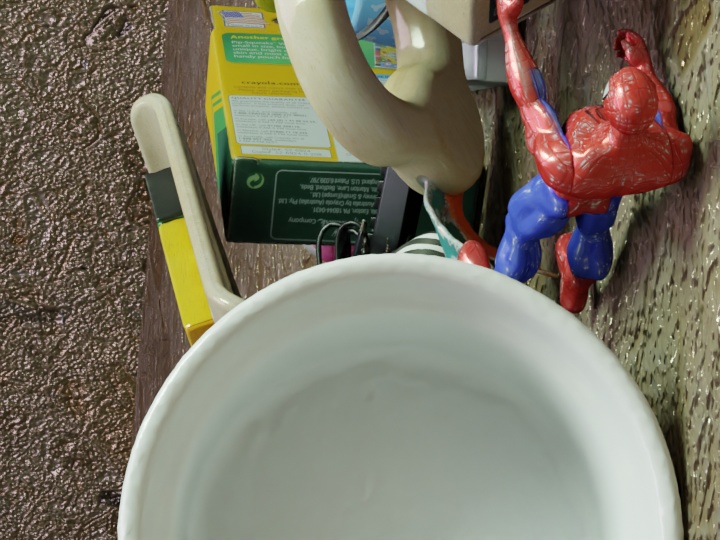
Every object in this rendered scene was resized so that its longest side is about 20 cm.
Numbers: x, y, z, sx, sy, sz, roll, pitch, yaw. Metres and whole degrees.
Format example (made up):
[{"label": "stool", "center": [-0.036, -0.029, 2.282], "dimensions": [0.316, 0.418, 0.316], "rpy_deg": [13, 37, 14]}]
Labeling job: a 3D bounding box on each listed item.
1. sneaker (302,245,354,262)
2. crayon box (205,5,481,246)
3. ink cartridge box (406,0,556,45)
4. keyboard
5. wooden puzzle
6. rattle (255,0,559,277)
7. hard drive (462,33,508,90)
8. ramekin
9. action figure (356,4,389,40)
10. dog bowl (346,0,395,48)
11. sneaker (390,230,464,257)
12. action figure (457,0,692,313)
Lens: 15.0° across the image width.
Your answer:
[{"label": "sneaker", "center": [-0.005, -0.087, 1.566], "dimensions": [0.088, 0.081, 0.200], "rpy_deg": [105, 173, -60]}, {"label": "crayon box", "center": [-0.014, -0.077, 1.441], "dimensions": [0.200, 0.125, 0.052], "rpy_deg": [-103, 17, -61]}, {"label": "ink cartridge box", "center": [0.003, -0.205, 1.038], "dimensions": [0.200, 0.075, 0.165], "rpy_deg": [38, 147, 34]}, {"label": "keyboard", "center": [0.000, 0.000, 1.298], "dimensions": [0.104, 0.040, 0.200], "rpy_deg": [-51, -27, -75]}, {"label": "wooden puzzle", "center": [-0.065, 0.035, 1.325], "dimensions": [0.200, 0.037, 0.185], "rpy_deg": [-118, 8, -53]}, {"label": "rattle", "center": [-0.017, -0.064, 1.171], "dimensions": [0.130, 0.143, 0.200], "rpy_deg": [-85, -28, -63]}, {"label": "hard drive", "center": [0.056, -0.190, 1.337], "dimensions": [0.132, 0.027, 0.200], "rpy_deg": [-168, 81, -81]}, {"label": "ramekin", "center": [0.013, 0.101, 1.011], "dimensions": [0.098, 0.200, 0.201], "rpy_deg": [96, 174, -79]}, {"label": "action figure", "center": [0.033, -0.189, 1.213], "dimensions": [0.102, 0.119, 0.200], "rpy_deg": [-102, 22, -75]}, {"label": "dog bowl", "center": [0.013, -0.170, 1.368], "dimensions": [0.200, 0.049, 0.112], "rpy_deg": [-114, 28, -73]}, {"label": "sneaker", "center": [0.021, 0.069, 1.229], "dimensions": [0.115, 0.076, 0.201], "rpy_deg": [-57, -14, -49]}, {"label": "action figure", "center": [0.077, -0.054, 1.035], "dimensions": [0.200, 0.065, 0.099], "rpy_deg": [120, 142, -72]}]
